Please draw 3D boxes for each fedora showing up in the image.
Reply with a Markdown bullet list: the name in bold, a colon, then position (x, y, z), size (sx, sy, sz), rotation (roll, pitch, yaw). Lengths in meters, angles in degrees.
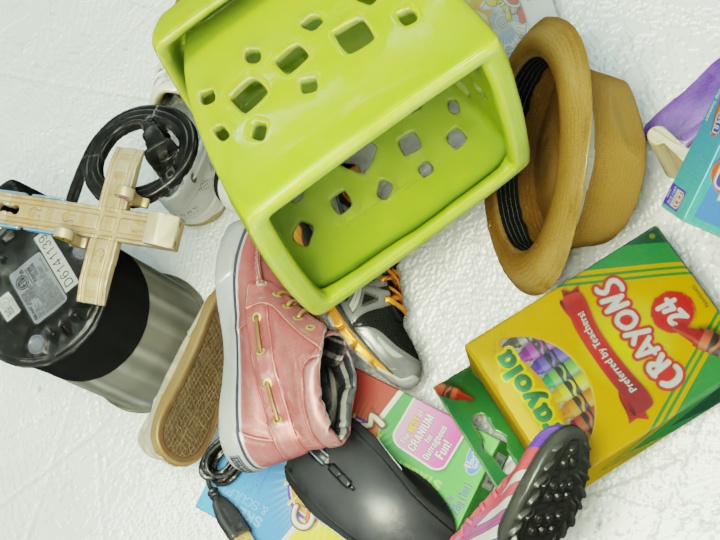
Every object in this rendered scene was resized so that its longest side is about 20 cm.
- **fedora**: position (0.154, -0.081, 1.205), size (0.081, 0.201, 0.203), rotation (2, 73, -18)

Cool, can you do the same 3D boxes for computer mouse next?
- **computer mouse**: position (-0.035, 0.166, 1.205), size (0.140, 0.046, 0.200), rotation (-45, 66, 3)

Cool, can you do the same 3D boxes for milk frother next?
- **milk frother**: position (-0.174, -0.008, 1.270), size (0.198, 0.188, 0.182), rotation (-21, 70, 13)

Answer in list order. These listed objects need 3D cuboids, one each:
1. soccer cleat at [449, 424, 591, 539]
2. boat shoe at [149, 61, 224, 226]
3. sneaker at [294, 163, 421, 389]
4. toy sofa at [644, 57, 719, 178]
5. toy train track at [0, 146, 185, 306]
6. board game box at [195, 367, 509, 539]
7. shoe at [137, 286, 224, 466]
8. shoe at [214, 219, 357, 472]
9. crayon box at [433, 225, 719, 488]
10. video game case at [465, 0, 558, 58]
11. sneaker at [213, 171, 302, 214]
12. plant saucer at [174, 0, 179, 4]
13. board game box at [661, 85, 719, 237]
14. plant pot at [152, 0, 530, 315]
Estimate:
- **soccer cleat**: position (0.093, 0.182, 1.127), size (0.073, 0.068, 0.202), rotation (40, 120, 42)
- **boat shoe**: position (-0.140, -0.141, 1.358), size (0.070, 0.069, 0.202), rotation (-8, 73, 20)
- **sneaker**: position (0.000, 0.000, 1.267), size (0.077, 0.078, 0.201), rotation (-31, 67, 4)
- **toy sofa**: position (0.294, -0.144, 1.193), size (0.200, 0.083, 0.098), rotation (-44, 67, 5)
- **toy train track**: position (-0.220, -0.041, 1.175), size (0.198, 0.033, 0.116), rotation (8, 78, 22)
- **board game box**: position (-0.007, 0.157, 1.246), size (0.199, 0.040, 0.154), rotation (24, 85, 24)
- **shoe**: position (-0.111, 0.063, 1.287), size (0.201, 0.070, 0.053), rotation (-58, 20, -22)
- **shoe**: position (-0.052, 0.045, 1.211), size (0.090, 0.071, 0.202), rotation (-15, 59, 24)
- **crayon box**: position (0.164, 0.075, 1.176), size (0.199, 0.051, 0.127), rotation (-32, 67, -4)
- **video game case**: position (0.043, -0.223, 1.259), size (0.198, 0.023, 0.184), rotation (-19, 90, -16)
- **sneaker**: position (-0.070, -0.119, 1.302), size (0.111, 0.073, 0.200), rotation (16, 50, 38)
- **plant saucer**: position (-0.059, -0.223, 1.317), size (0.198, 0.038, 0.201), rotation (-8, 44, 8)
- **board game box**: position (0.317, -0.102, 1.122), size (0.151, 0.045, 0.202), rotation (20, 102, -16)
- **plant pot**: position (-0.019, -0.119, 1.118), size (0.199, 0.199, 0.182), rotation (-34, 67, -2)
